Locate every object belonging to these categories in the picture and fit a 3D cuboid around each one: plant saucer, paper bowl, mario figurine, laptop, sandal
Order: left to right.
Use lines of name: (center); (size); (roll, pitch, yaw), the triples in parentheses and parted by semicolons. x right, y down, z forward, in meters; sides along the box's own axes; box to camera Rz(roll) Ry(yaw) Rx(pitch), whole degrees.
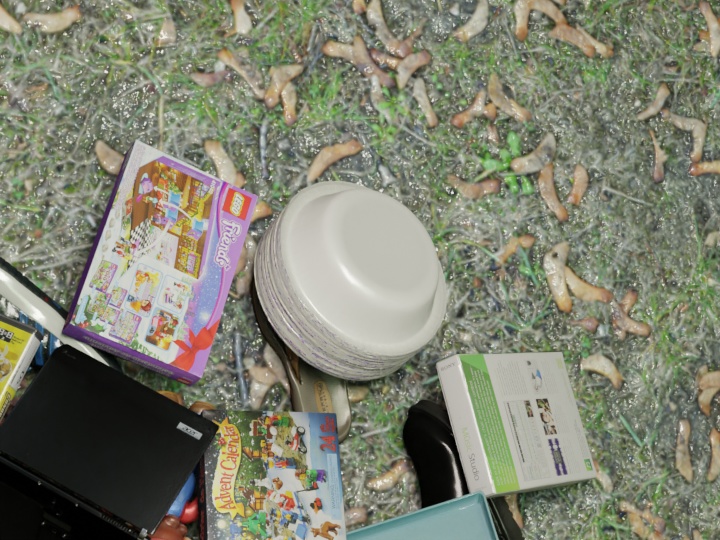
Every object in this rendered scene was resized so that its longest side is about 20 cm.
laptop: (-0.251, 0.205, 1.271); (0.175, 0.202, 0.103); (26, 25, 12)
mario figurine: (-0.201, 0.225, 1.340); (0.121, 0.106, 0.203); (3, 63, 15)
sandal: (-0.053, 0.083, 1.423); (0.081, 0.054, 0.203); (-13, 85, -24)
paper bowl: (0.000, 0.000, 1.401); (0.198, 0.104, 0.203); (19, 50, -24)
plant saucer: (0.035, 0.274, 1.337); (0.197, 0.019, 0.071); (-18, 55, 2)

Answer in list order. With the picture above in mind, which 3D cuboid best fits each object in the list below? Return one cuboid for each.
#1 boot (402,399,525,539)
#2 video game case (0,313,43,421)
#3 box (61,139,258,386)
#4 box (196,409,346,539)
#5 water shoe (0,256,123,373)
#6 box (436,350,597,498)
boot: (0.066, 0.252, 1.409); (0.157, 0.079, 0.213); (-26, 80, -29)
video game case: (-0.412, 0.102, 1.246); (0.197, 0.026, 0.183); (20, 71, 11)
box: (-0.190, -0.007, 1.333); (0.135, 0.039, 0.202); (24, 64, -18)
box: (-0.083, 0.233, 1.298); (0.135, 0.038, 0.203); (4, 63, -20)
water shoe: (-0.312, 0.068, 1.325); (0.200, 0.072, 0.079); (42, 89, -6)
box: (0.166, 0.159, 1.454); (0.199, 0.036, 0.146); (4, 67, -51)
